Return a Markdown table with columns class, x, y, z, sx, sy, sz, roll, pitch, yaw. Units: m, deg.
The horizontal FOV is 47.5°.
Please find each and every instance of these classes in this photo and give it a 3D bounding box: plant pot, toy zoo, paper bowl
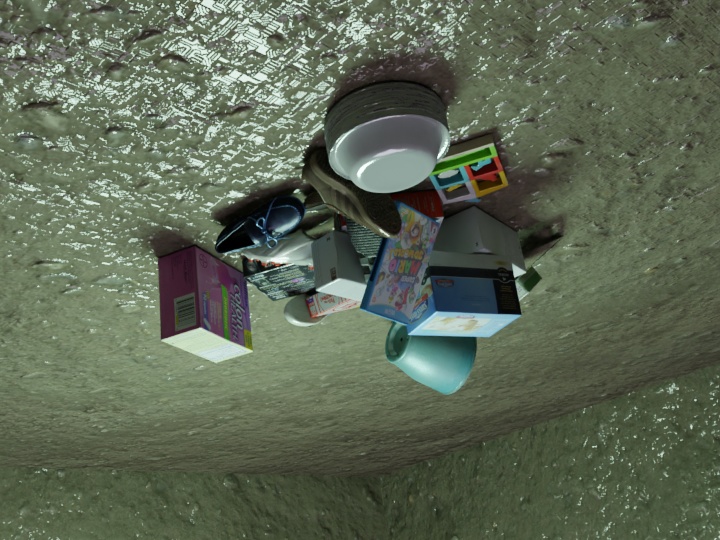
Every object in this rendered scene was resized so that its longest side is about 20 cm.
| class | x | y | z | sx | sy | sz | roll | pitch | yaw |
| --- | --- | --- | --- | --- | --- | --- | --- | --- | --- |
| plant pot | 0.174 | 0.204 | 2.161 | 0.186 | 0.202 | 0.200 | 21 | 146 | -23 |
| toy zoo | 0.198 | -0.176 | 1.509 | 0.130 | 0.021 | 0.200 | -16 | 156 | 14 |
| paper bowl | 0.045 | -0.199 | 1.303 | 0.198 | 0.105 | 0.201 | -9 | 156 | -4 |

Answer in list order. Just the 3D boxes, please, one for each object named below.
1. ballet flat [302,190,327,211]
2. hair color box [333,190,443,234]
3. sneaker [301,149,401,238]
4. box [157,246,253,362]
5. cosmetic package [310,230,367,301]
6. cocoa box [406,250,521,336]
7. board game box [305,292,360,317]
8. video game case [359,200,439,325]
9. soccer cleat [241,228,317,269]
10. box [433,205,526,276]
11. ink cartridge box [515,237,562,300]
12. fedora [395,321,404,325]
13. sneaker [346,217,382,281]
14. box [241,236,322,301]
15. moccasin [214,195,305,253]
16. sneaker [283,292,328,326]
| class | x | y | z | sx | sy | sz | roll | pitch | yaw |
| --- | --- | --- | --- | --- | --- | --- | --- | --- | --- |
| ballet flat | -0.028 | -0.151 | 1.467 | 0.199 | 0.047 | 0.067 | -20 | 177 | 35 |
| hair color box | 0.052 | -0.095 | 1.586 | 0.198 | 0.065 | 0.111 | -7 | 156 | -9 |
| sneaker | -0.016 | -0.125 | 1.408 | 0.200 | 0.071 | 0.075 | 43 | 145 | -9 |
| box | -0.318 | 0.074 | 1.687 | 0.096 | 0.178 | 0.200 | -17 | 155 | 18 |
| cosmetic package | 0.000 | 0.000 | 1.578 | 0.199 | 0.103 | 0.074 | 16 | 148 | -43 |
| cocoa box | 0.198 | 0.050 | 1.634 | 0.198 | 0.133 | 0.133 | 3 | 155 | -24 |
| board game box | -0.001 | 0.047 | 1.825 | 0.199 | 0.047 | 0.151 | -10 | 168 | -44 |
| video game case | 0.074 | -0.010 | 1.487 | 0.018 | 0.202 | 0.143 | 16 | 177 | 38 |
| soccer cleat | -0.141 | -0.047 | 1.633 | 0.198 | 0.079 | 0.069 | 5 | -175 | 14 |
| box | 0.246 | -0.043 | 1.729 | 0.124 | 0.099 | 0.199 | -23 | 153 | 30 |
| ink cartridge box | 0.379 | 0.017 | 1.833 | 0.200 | 0.048 | 0.145 | -42 | 174 | 26 |
| fedora | 0.098 | 0.017 | 1.751 | 0.176 | 0.202 | 0.090 | 23 | 168 | -36 |
| sneaker | 0.027 | -0.064 | 1.503 | 0.073 | 0.089 | 0.202 | 1 | 125 | 19 |
| box | -0.131 | -0.001 | 1.752 | 0.198 | 0.044 | 0.160 | -15 | 156 | 14 |
| moccasin | -0.185 | -0.070 | 1.514 | 0.199 | 0.068 | 0.081 | -27 | 109 | 32 |
| sneaker | -0.132 | 0.096 | 1.878 | 0.111 | 0.077 | 0.199 | -27 | 178 | 34 |
